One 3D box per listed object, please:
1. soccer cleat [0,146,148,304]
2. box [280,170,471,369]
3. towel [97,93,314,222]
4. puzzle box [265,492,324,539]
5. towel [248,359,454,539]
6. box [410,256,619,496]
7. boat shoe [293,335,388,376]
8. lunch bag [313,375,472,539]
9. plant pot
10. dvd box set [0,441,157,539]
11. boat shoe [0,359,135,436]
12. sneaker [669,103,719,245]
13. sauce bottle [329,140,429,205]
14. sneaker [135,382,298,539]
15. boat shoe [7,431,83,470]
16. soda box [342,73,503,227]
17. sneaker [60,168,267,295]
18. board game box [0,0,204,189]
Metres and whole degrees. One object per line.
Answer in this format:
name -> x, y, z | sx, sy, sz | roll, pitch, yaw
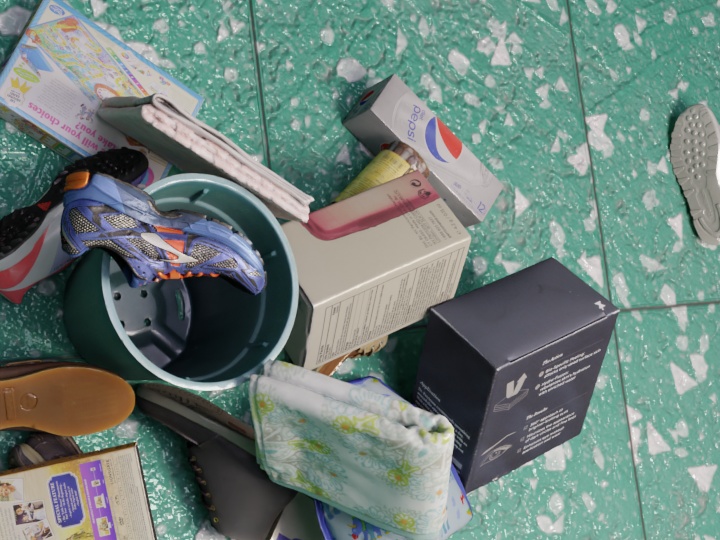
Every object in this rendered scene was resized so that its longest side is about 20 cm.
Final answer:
soccer cleat -> -0.291, -0.049, 1.267 | 0.200, 0.068, 0.074 | -41, 138, -24
box -> 0.000, 0.000, 1.339 | 0.198, 0.128, 0.109 | -22, 60, -24
towel -> -0.155, -0.114, 1.260 | 0.199, 0.191, 0.032 | 33, 82, -23
puzzle box -> -0.030, 0.344, 1.387 | 0.199, 0.025, 0.134 | 36, 64, -21
towel -> -0.011, 0.172, 1.194 | 0.198, 0.172, 0.048 | 17, 53, 14
box -> 0.170, 0.119, 1.444 | 0.195, 0.202, 0.117 | -21, 47, -34
boat shoe -> 0.001, 0.062, 1.433 | 0.074, 0.075, 0.201 | 46, 61, -20
lunch bag -> 0.020, 0.211, 1.356 | 0.202, 0.127, 0.170 | 63, 20, 9
plant pot -> -0.192, 0.026, 1.244 | 0.198, 0.195, 0.203 | 7, 77, -30
dvd box set -> -0.290, 0.252, 1.175 | 0.197, 0.029, 0.148 | -12, 94, -6
boat shoe -> -0.318, 0.118, 1.207 | 0.198, 0.070, 0.071 | 1, 101, -23
sneaker -> 0.498, -0.137, 1.795 | 0.080, 0.076, 0.203 | -13, 92, -44
sauce bottle -> -0.006, -0.062, 1.444 | 0.200, 0.065, 0.065 | -45, 105, -16
sneaker -> -0.160, 0.201, 1.306 | 0.199, 0.075, 0.107 | 30, 94, -6
boat shoe -> -0.255, 0.231, 1.238 | 0.073, 0.074, 0.201 | -46, 107, -30
soda box -> 0.077, -0.139, 1.522 | 0.200, 0.068, 0.064 | 43, 61, -17
sneaker -> -0.175, -0.017, 1.112 | 0.198, 0.075, 0.079 | 22, 78, -18
board game box -> -0.277, -0.177, 1.326 | 0.199, 0.034, 0.136 | 34, 65, -23
